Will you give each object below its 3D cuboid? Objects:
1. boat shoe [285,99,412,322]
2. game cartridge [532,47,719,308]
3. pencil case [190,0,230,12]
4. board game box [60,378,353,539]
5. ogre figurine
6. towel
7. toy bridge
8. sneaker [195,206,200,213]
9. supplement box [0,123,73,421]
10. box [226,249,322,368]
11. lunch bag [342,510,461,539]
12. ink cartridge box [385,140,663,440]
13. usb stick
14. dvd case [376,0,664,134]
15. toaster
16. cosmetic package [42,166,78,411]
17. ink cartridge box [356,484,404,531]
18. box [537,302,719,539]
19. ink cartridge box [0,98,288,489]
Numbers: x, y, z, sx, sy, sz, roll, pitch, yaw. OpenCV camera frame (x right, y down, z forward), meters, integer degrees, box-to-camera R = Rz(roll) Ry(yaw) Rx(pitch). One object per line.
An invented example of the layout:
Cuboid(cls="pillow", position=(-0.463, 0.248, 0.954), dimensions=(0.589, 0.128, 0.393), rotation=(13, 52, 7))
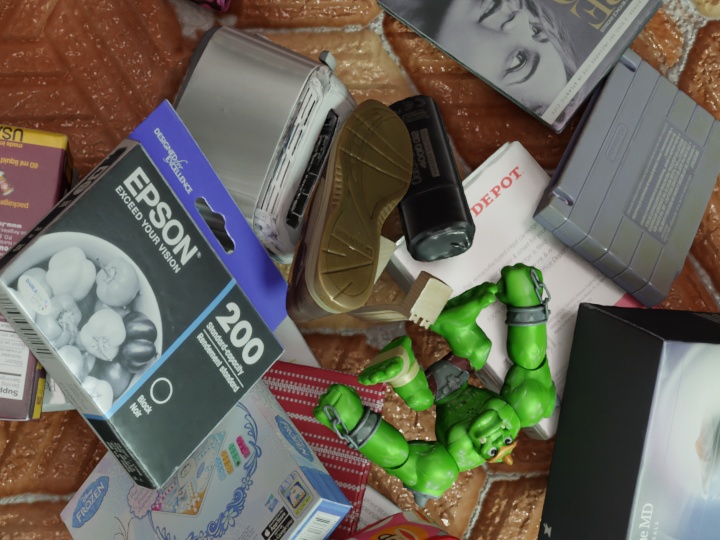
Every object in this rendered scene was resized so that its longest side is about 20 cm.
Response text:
Cuboid(cls="boat shoe", position=(-0.015, -0.045, 1.152), dimensions=(0.072, 0.072, 0.202), rotation=(32, 51, -26))
Cuboid(cls="game cartridge", position=(0.228, -0.078, 1.232), dimensions=(0.129, 0.038, 0.201), rotation=(39, 54, -12))
Cuboid(cls="pencil case", position=(-0.184, -0.293, 1.239), dimensions=(0.198, 0.094, 0.092), rotation=(22, 83, -1))
Cuboid(cls="board game box", position=(-0.123, 0.183, 1.133), dimensions=(0.201, 0.043, 0.199), rotation=(-51, 49, 12))
Cuboid(cls="ogre figurine", position=(0.075, 0.092, 1.148), dimensions=(0.199, 0.098, 0.121), rotation=(-39, 104, -29))
Cuboid(cls="towel", position=(-0.065, 0.172, 1.173), dimensions=(0.143, 0.023, 0.203), rotation=(9, 75, 16))
Cuboid(cls="toy bridge", position=(0.000, 0.000, 1.189), dimensions=(0.027, 0.200, 0.068), rotation=(26, 98, -36))
Cuboid(cls="sneaker", position=(-0.165, 0.033, 1.152), dimensions=(0.078, 0.066, 0.203), rotation=(21, 110, 26))
Cuboid(cls="supplement box", position=(-0.261, 0.004, 1.072), dimensions=(0.084, 0.110, 0.203), rotation=(7, 84, -7))
Cuboid(cls="box", position=(-0.104, 0.099, 1.234), dimensions=(0.143, 0.036, 0.201), rotation=(-33, 86, -6))
Cuboid(cls="lunch bag", position=(0.031, 0.283, 1.095), dimensions=(0.175, 0.082, 0.202), rotation=(-24, 114, -24))
Cuboid(cls="ink cartridge box", position=(0.134, 0.017, 1.237), dimensions=(0.146, 0.083, 0.200), rotation=(-41, 89, -7))
Cuboid(cls="usb stick", position=(0.051, -0.077, 1.200), dimensions=(0.055, 0.201, 0.033), rotation=(-18, 128, 6))
Cuboid(cls="dvd case", position=(0.134, -0.229, 1.269), dimensions=(0.199, 0.016, 0.149), rotation=(38, 83, 15))
Cuboid(cls="toaster", position=(-0.086, -0.090, 1.196), dimensions=(0.128, 0.114, 0.202), rotation=(17, 78, 25))
Cuboid(cls="cosmetic package", position=(-0.323, 0.015, 1.184), dimensions=(0.196, 0.123, 0.203), rotation=(-3, 86, -5))
Cuboid(cls="ink cartridge box", position=(-0.002, 0.291, 1.199), dimensions=(0.144, 0.085, 0.201), rotation=(35, 84, 0))
Cuboid(cls="box", position=(0.262, 0.140, 1.161), dimensions=(0.196, 0.123, 0.203), rotation=(4, 101, -25))
Cuboid(cls="ink cartridge box", position=(-0.140, 0.015, 1.060), dimensions=(0.200, 0.043, 0.199), rotation=(-49, 120, -29))
